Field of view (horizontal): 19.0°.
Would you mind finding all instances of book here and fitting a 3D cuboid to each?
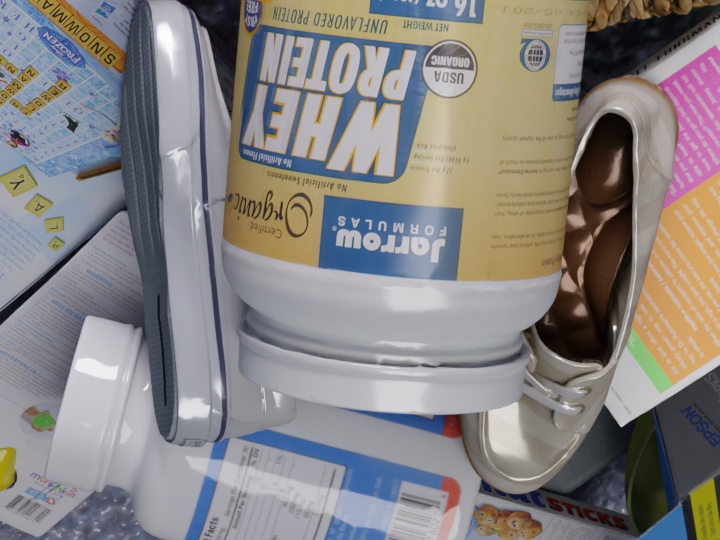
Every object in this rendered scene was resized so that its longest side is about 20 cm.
[{"bbox_3d":[0.164,-0.039,0.979,0.200,0.048,0.134,-33,102,15],"label":"book"}]

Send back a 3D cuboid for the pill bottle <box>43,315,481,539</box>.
[{"bbox_3d":[-0.046,0.085,1.040,0.199,0.112,0.113,16,120,-5],"label":"pill bottle"}]

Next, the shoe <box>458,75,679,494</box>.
[{"bbox_3d":[0.089,0.011,0.955,0.070,0.053,0.201,17,105,4],"label":"shoe"}]

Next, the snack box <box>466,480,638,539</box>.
[{"bbox_3d":[0.060,0.148,1.203,0.199,0.024,0.072,19,118,-27],"label":"snack box"}]

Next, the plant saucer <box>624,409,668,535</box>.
[{"bbox_3d":[0.222,0.073,1.204,0.199,0.031,0.200,-25,142,-21],"label":"plant saucer"}]

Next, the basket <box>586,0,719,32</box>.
[{"bbox_3d":[0.144,-0.216,0.940,0.148,0.143,0.201,-11,127,-8],"label":"basket"}]

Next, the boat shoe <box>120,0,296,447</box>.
[{"bbox_3d":[-0.066,-0.023,0.973,0.067,0.074,0.201,-4,93,-21],"label":"boat shoe"}]

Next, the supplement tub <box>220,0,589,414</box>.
[{"bbox_3d":[0.017,-0.052,0.892,0.144,0.145,0.201,2,99,-18],"label":"supplement tub"}]

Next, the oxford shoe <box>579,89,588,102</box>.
[{"bbox_3d":[0.069,-0.009,1.110,0.075,0.058,0.201,5,116,-37],"label":"oxford shoe"}]

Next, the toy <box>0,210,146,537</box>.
[{"bbox_3d":[-0.147,0.048,1.101,0.115,0.047,0.200,32,114,-35],"label":"toy"}]

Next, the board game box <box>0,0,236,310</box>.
[{"bbox_3d":[-0.185,-0.088,0.996,0.199,0.041,0.200,-38,126,10],"label":"board game box"}]

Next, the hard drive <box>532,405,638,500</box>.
[{"bbox_3d":[0.090,0.071,1.194,0.200,0.033,0.140,-38,126,11],"label":"hard drive"}]

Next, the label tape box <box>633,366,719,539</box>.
[{"bbox_3d":[0.205,0.107,1.143,0.200,0.063,0.144,-33,144,-11],"label":"label tape box"}]
